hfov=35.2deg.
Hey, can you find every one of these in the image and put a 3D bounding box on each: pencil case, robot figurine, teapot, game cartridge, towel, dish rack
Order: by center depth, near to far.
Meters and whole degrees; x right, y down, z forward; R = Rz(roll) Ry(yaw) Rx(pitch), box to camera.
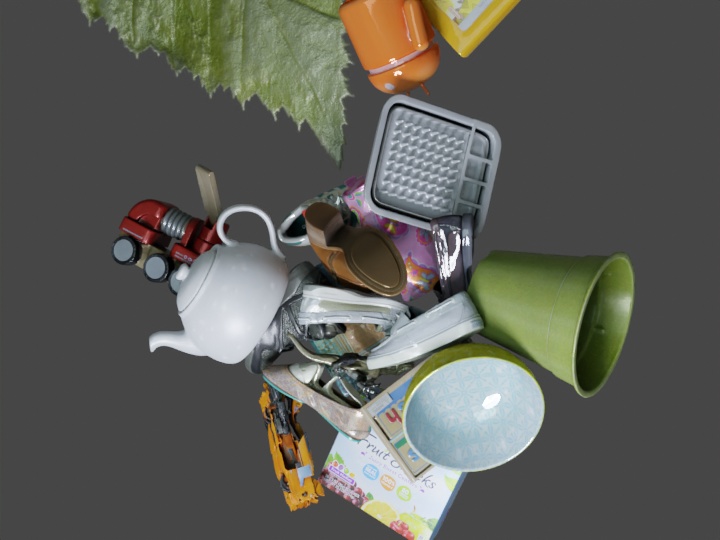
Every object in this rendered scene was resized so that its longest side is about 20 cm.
[{"bbox_3d":[0.097,-0.144,1.611,0.043,0.198,0.173,7,83,64],"label":"dish rack"},{"bbox_3d":[0.043,-0.340,1.618,0.143,0.117,0.201,-17,109,30],"label":"robot figurine"},{"bbox_3d":[0.158,-0.438,1.618,0.177,0.032,0.200,48,112,10],"label":"game cartridge"},{"bbox_3d":[0.051,-0.056,1.659,0.087,0.088,0.201,-27,103,23],"label":"pencil case"},{"bbox_3d":[-0.207,0.029,1.706,0.145,0.201,0.197,32,141,-16],"label":"teapot"},{"bbox_3d":[-0.022,0.078,1.764,0.146,0.022,0.201,-34,84,23],"label":"towel"},{"bbox_3d":[-0.111,0.267,1.771,0.058,0.145,0.202,-11,74,-15],"label":"robot figurine"}]

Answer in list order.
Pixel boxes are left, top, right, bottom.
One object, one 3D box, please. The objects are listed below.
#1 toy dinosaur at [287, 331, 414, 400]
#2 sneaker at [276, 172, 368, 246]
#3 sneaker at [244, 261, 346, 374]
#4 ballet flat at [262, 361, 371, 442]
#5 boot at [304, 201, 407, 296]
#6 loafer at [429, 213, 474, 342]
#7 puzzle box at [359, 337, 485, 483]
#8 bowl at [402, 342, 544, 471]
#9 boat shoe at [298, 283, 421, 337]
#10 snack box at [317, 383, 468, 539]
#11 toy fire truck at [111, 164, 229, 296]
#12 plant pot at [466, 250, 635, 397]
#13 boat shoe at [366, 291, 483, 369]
[{"bbox_3d":[-0.013,0.143,1.679,0.198,0.088,0.048,16,110,-15],"label":"toy dinosaur"},{"bbox_3d":[-0.039,-0.087,1.710,0.199,0.093,0.071,-25,88,23],"label":"sneaker"},{"bbox_3d":[-0.098,0.097,1.746,0.114,0.076,0.200,40,105,18],"label":"sneaker"},{"bbox_3d":[-0.058,0.178,1.709,0.199,0.068,0.068,31,107,19],"label":"ballet flat"},{"bbox_3d":[0.000,0.000,1.641,0.199,0.156,0.077,33,70,26],"label":"boot"},{"bbox_3d":[0.129,0.009,1.617,0.062,0.072,0.202,3,120,6],"label":"loafer"},{"bbox_3d":[0.114,0.199,1.661,0.199,0.025,0.133,-36,83,-15],"label":"puzzle box"},{"bbox_3d":[0.152,0.171,1.592,0.198,0.108,0.202,-2,122,-3],"label":"bowl"},{"bbox_3d":[0.007,0.067,1.685,0.200,0.074,0.065,13,88,-17],"label":"boat shoe"},{"bbox_3d":[0.056,0.296,1.734,0.199,0.068,0.170,30,110,15],"label":"snack box"},{"bbox_3d":[-0.287,-0.076,1.807,0.175,0.129,0.201,27,94,17],"label":"toy fire truck"},{"bbox_3d":[0.253,0.051,1.574,0.189,0.199,0.202,16,103,31],"label":"plant pot"},{"bbox_3d":[0.084,0.083,1.602,0.200,0.070,0.072,-26,77,35],"label":"boat shoe"}]
